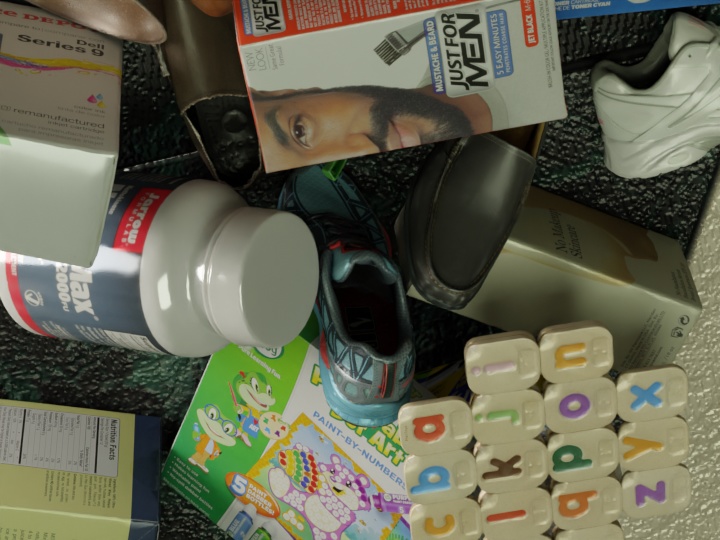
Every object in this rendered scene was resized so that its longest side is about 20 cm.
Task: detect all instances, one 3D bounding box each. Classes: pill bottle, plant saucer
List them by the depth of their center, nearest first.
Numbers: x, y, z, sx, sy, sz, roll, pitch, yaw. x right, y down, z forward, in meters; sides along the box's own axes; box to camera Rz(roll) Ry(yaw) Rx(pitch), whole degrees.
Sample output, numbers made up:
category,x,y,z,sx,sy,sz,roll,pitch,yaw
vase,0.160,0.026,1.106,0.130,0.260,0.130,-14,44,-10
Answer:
category,x,y,z,sx,sy,sz,roll,pitch,yaw
plant saucer,-0.206,-0.203,1.589,0.200,0.200,0.032,27,82,-18
pill bottle,-0.134,-0.005,1.685,0.200,0.120,0.120,6,128,33

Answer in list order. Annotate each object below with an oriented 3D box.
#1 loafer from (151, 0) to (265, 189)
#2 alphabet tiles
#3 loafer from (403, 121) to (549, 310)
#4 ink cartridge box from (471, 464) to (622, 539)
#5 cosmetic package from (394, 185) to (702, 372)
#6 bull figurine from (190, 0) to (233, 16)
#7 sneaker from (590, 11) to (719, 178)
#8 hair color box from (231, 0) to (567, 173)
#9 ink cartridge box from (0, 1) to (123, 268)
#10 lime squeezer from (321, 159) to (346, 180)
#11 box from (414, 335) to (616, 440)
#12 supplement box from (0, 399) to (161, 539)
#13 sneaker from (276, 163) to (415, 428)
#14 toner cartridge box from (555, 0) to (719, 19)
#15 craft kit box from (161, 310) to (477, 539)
category,x,y,z,sx,sy,sz,roll,pitch,yaw
loafer,-0.096,-0.139,1.683,0.073,0.071,0.200,-18,120,7
alphabet tiles,0.125,0.124,1.696,0.195,0.015,0.200,-9,121,-4
loafer,0.081,-0.069,1.663,0.073,0.200,0.072,24,151,-15
ink cartridge box,0.104,0.169,1.832,0.050,0.161,0.200,33,114,-19
cosmetic package,0.130,-0.003,1.764,0.200,0.105,0.071,19,117,-17
bull figurine,-0.107,-0.232,1.562,0.121,0.065,0.200,-20,145,20
sneaker,0.248,-0.135,1.709,0.200,0.078,0.100,-20,117,7
hair color box,0.026,-0.137,1.606,0.199,0.064,0.111,-10,134,2
ink cartridge box,-0.231,-0.097,1.627,0.145,0.200,0.088,11,117,-9
lime squeezer,0.032,-0.140,1.699,0.200,0.071,0.038,-43,105,-13
box,0.086,0.105,1.788,0.070,0.064,0.200,36,149,-24
supplement box,-0.255,0.212,1.849,0.199,0.134,0.200,7,121,-7
sneaker,0.000,0.000,1.706,0.079,0.200,0.096,-10,152,-17
toner cartridge box,0.195,-0.219,1.644,0.199,0.043,0.095,-7,132,-11
craft kit box,-0.031,0.133,1.793,0.200,0.048,0.198,37,126,16
